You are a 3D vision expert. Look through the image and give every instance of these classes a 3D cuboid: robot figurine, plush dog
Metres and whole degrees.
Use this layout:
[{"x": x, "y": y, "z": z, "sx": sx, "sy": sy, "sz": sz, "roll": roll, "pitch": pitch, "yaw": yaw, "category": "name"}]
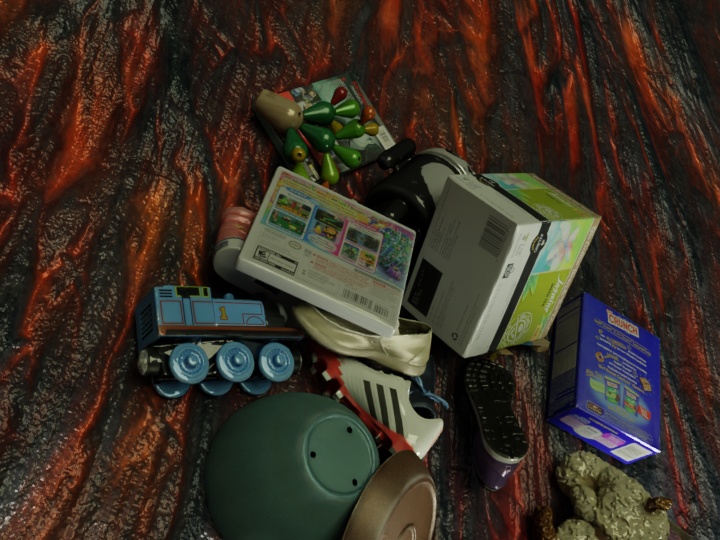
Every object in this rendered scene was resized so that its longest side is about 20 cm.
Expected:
[{"x": 0.085, "y": -0.093, "z": 1.206, "sx": 0.124, "sy": 0.152, "sz": 0.200, "roll": 24, "pitch": 43, "yaw": 26, "category": "robot figurine"}, {"x": 0.321, "y": 0.360, "z": 1.134, "sx": 0.171, "sy": 0.160, "sz": 0.201, "roll": -38, "pitch": 88, "yaw": -15, "category": "plush dog"}]

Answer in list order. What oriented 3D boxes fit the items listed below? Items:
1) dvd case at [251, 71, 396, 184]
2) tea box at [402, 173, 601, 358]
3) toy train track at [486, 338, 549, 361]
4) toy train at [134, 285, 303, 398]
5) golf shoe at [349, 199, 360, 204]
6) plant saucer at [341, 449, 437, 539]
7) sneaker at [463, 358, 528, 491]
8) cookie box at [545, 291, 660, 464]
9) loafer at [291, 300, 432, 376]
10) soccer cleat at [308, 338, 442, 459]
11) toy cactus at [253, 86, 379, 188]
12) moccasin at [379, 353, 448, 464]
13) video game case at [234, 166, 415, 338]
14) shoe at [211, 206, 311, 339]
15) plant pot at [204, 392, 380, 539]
[{"x": -0.046, "y": -0.207, "z": 1.247, "sx": 0.199, "sy": 0.022, "sz": 0.147, "roll": -29, "pitch": 84, "yaw": -40, "category": "dvd case"}, {"x": 0.189, "y": -0.013, "z": 1.155, "sx": 0.195, "sy": 0.202, "sz": 0.133, "roll": -9, "pitch": 37, "yaw": -43, "category": "tea box"}, {"x": 0.197, "y": 0.107, "z": 1.228, "sx": 0.198, "sy": 0.033, "sz": 0.115, "roll": 7, "pitch": 21, "yaw": -38, "category": "toy train track"}, {"x": -0.158, "y": 0.079, "z": 0.968, "sx": 0.198, "sy": 0.086, "sz": 0.116, "roll": 3, "pitch": 68, "yaw": -33, "category": "toy train"}, {"x": 0.000, "y": 0.000, "z": 1.109, "sx": 0.202, "sy": 0.094, "sz": 0.078, "roll": 63, "pitch": 6, "yaw": 6, "category": "golf shoe"}, {"x": 0.035, "y": 0.300, "z": 0.936, "sx": 0.034, "sy": 0.202, "sz": 0.200, "roll": 16, "pitch": 41, "yaw": 28, "category": "plant saucer"}, {"x": 0.166, "y": 0.205, "z": 1.149, "sx": 0.075, "sy": 0.088, "sz": 0.201, "roll": 13, "pitch": 33, "yaw": -7, "category": "sneaker"}, {"x": 0.375, "y": 0.164, "z": 1.305, "sx": 0.170, "sy": 0.075, "sz": 0.202, "roll": 29, "pitch": 53, "yaw": -19, "category": "cookie box"}, {"x": 0.007, "y": 0.067, "z": 1.034, "sx": 0.198, "sy": 0.069, "sz": 0.076, "roll": 22, "pitch": 12, "yaw": -32, "category": "loafer"}, {"x": 0.015, "y": 0.148, "z": 1.038, "sx": 0.085, "sy": 0.069, "sz": 0.200, "roll": -35, "pitch": 64, "yaw": -23, "category": "soccer cleat"}, {"x": -0.068, "y": -0.191, "z": 1.161, "sx": 0.164, "sy": 0.102, "sz": 0.201, "roll": 32, "pitch": 60, "yaw": -4, "category": "toy cactus"}, {"x": 0.074, "y": 0.186, "z": 1.087, "sx": 0.080, "sy": 0.068, "sz": 0.202, "roll": 24, "pitch": 55, "yaw": -22, "category": "moccasin"}, {"x": -0.035, "y": -0.026, "z": 1.028, "sx": 0.198, "sy": 0.024, "sz": 0.183, "roll": 25, "pitch": 42, "yaw": -8, "category": "video game case"}, {"x": -0.099, "y": 0.002, "z": 1.064, "sx": 0.199, "sy": 0.071, "sz": 0.092, "roll": 38, "pitch": 30, "yaw": -30, "category": "shoe"}, {"x": -0.055, "y": 0.220, "z": 0.936, "sx": 0.198, "sy": 0.135, "sz": 0.203, "roll": 16, "pitch": 58, "yaw": -27, "category": "plant pot"}]
